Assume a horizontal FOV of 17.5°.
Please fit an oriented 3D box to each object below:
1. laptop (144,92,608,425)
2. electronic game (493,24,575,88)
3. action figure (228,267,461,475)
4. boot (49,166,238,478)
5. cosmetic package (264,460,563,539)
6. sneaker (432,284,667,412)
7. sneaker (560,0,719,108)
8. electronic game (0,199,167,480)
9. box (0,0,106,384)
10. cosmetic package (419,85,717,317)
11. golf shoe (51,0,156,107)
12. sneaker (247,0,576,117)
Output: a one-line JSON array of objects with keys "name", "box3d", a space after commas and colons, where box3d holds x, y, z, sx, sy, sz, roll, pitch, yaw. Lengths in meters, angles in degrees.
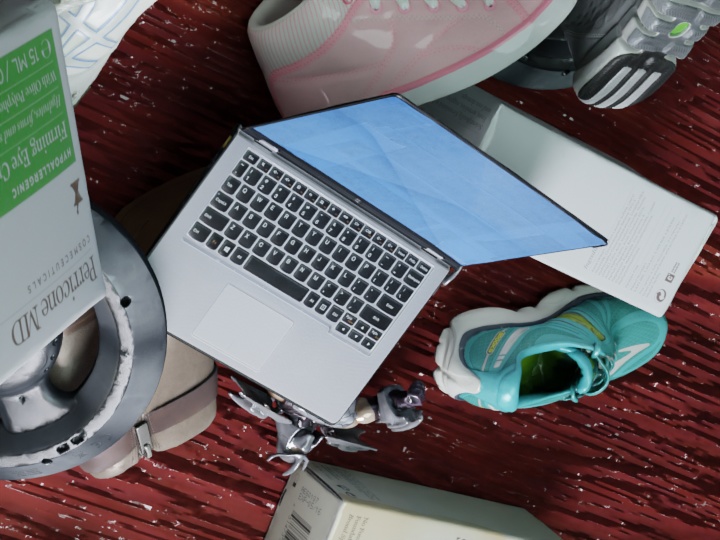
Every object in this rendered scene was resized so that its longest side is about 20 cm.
[{"name": "laptop", "box3d": [0.000, 0.000, 1.353, 0.187, 0.116, 0.200, 32, 97, -36]}, {"name": "electronic game", "box3d": [0.133, -0.209, 1.470, 0.199, 0.042, 0.201, -11, 120, -19]}, {"name": "action figure", "box3d": [-0.003, 0.046, 1.491, 0.130, 0.069, 0.200, 22, 101, -43]}, {"name": "boot", "box3d": [-0.114, 0.033, 1.427, 0.200, 0.070, 0.147, -29, 128, -16]}, {"name": "cosmetic package", "box3d": [0.034, 0.202, 1.573, 0.199, 0.073, 0.104, 15, 101, -33]}, {"name": "sneaker", "box3d": [0.139, 0.062, 1.564, 0.200, 0.080, 0.078, -13, 116, -41]}, {"name": "sneaker", "box3d": [0.182, -0.196, 1.388, 0.075, 0.116, 0.200, 11, 139, -43]}, {"name": "electronic game", "box3d": [-0.210, 0.034, 1.340, 0.199, 0.042, 0.201, 0, 117, -1]}, {"name": "box", "box3d": [-0.265, -0.029, 1.172, 0.199, 0.199, 0.172, -48, 134, -62]}, {"name": "cosmetic package", "box3d": [0.115, -0.052, 1.492, 0.200, 0.113, 0.081, 25, 96, -37]}, {"name": "golf shoe", "box3d": [-0.167, -0.141, 1.327, 0.200, 0.078, 0.097, -28, 139, -11]}, {"name": "sneaker", "box3d": [0.025, -0.158, 1.390, 0.200, 0.075, 0.105, -24, 118, 12]}]
